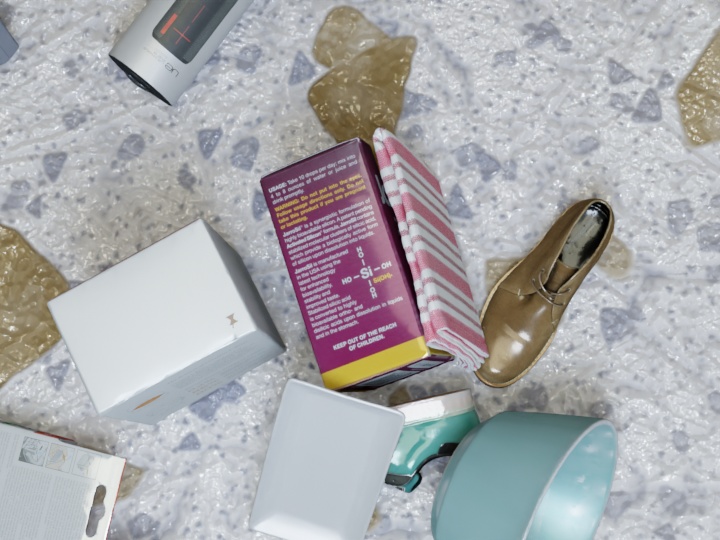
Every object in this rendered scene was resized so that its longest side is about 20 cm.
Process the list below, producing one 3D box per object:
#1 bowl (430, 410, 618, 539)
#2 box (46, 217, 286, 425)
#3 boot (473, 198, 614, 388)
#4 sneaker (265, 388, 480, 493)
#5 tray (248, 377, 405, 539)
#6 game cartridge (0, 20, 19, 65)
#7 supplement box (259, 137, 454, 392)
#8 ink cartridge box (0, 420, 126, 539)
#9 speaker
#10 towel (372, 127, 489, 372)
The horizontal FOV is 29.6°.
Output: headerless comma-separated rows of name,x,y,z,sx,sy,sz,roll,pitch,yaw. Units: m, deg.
bowl,0.132,0.202,1.174,0.104,0.201,0.203,23,83,27
box,-0.163,0.051,1.200,0.151,0.200,0.107,-28,80,-1
boot,0.165,0.017,1.244,0.073,0.075,0.201,34,88,4
sneaker,0.014,0.168,1.235,0.197,0.071,0.081,-15,86,7
tray,-0.031,0.173,1.199,0.106,0.202,0.022,17,40,1
game cartridge,-0.418,-0.279,1.303,0.199,0.133,0.041,40,86,9
supplement box,0.000,0.000,1.224,0.102,0.131,0.203,-20,81,13
ink cartridge box,-0.313,0.201,1.259,0.197,0.050,0.111,13,82,10
speaker,-0.153,-0.258,1.308,0.081,0.081,0.201,37,86,9
towel,0.059,-0.017,1.208,0.030,0.146,0.203,-20,70,14
